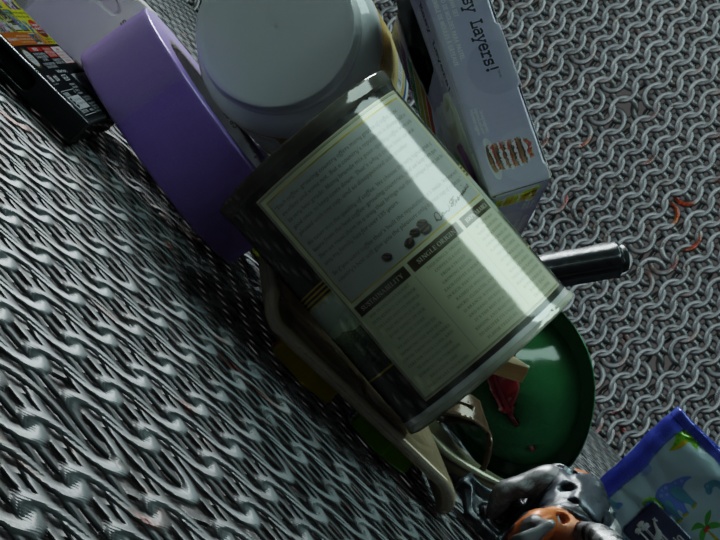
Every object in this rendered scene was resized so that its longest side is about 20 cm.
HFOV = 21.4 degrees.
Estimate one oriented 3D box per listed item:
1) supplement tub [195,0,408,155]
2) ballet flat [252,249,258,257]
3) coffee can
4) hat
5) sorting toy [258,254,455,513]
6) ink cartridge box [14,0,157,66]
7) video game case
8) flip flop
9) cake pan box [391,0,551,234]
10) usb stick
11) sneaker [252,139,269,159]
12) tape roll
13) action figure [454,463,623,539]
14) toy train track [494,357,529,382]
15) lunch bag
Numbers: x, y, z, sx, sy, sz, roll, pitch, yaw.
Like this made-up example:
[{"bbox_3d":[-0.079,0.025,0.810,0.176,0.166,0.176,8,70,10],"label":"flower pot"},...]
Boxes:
[{"bbox_3d":[-0.046,-0.165,1.499,0.145,0.145,0.200,46,1,13],"label":"supplement tub"},{"bbox_3d":[-0.056,-0.017,1.643,0.067,0.067,0.200,58,2,-32],"label":"ballet flat"},{"bbox_3d":[0.024,-0.012,1.281,0.200,0.146,0.146,50,5,1],"label":"coffee can"},{"bbox_3d":[0.086,0.102,1.603,0.166,0.200,0.176,24,22,37],"label":"hat"},{"bbox_3d":[-0.011,0.078,1.362,0.200,0.036,0.185,48,4,-11],"label":"sorting toy"},{"bbox_3d":[-0.295,-0.283,1.711,0.200,0.084,0.145,47,6,30],"label":"ink cartridge box"},{"bbox_3d":[-0.257,-0.169,1.400,0.181,0.026,0.200,45,5,-5],"label":"video game case"},{"bbox_3d":[0.062,0.110,1.526,0.200,0.058,0.081,47,5,22],"label":"flip flop"},{"bbox_3d":[0.077,-0.127,1.393,0.184,0.052,0.200,112,-39,-77],"label":"cake pan box"},{"bbox_3d":[0.127,0.006,1.609,0.055,0.200,0.033,159,-79,-82],"label":"usb stick"},{"bbox_3d":[-0.107,-0.083,1.646,0.200,0.076,0.088,49,7,39],"label":"sneaker"},{"bbox_3d":[-0.133,-0.105,1.482,0.200,0.066,0.200,55,4,-6],"label":"tape roll"},{"bbox_3d":[0.166,0.207,1.355,0.200,0.105,0.193,42,15,-10],"label":"action figure"},{"bbox_3d":[0.082,0.029,1.425,0.115,0.033,0.200,18,-34,0],"label":"toy train track"},{"bbox_3d":[0.255,0.222,1.544,0.200,0.170,0.127,43,4,-30],"label":"lunch bag"}]
